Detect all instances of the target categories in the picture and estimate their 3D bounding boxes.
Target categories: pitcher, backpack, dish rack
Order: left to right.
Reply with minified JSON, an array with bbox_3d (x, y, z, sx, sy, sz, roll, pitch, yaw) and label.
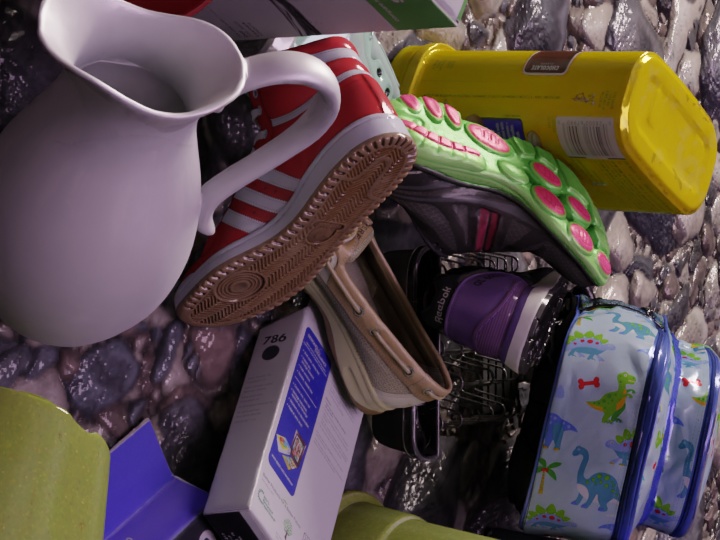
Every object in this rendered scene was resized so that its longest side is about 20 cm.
[{"bbox_3d":[-0.114,-0.049,1.004,0.171,0.200,0.121,7,47,-23],"label":"pitcher"},{"bbox_3d":[0.078,0.052,1.398,0.200,0.054,0.154,-6,99,-52],"label":"dish rack"},{"bbox_3d":[0.192,0.117,1.406,0.200,0.147,0.183,-29,130,-78],"label":"backpack"}]

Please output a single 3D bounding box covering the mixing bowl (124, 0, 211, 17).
[{"bbox_3d":[-0.157,-0.230,1.016,0.200,0.108,0.201,-8,100,-53],"label":"mixing bowl"}]

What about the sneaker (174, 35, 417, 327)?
[{"bbox_3d":[-0.055,-0.058,1.163,0.071,0.200,0.113,14,43,-47],"label":"sneaker"}]

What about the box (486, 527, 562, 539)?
[{"bbox_3d":[0.223,0.287,1.492,0.197,0.200,0.124,24,76,-51],"label":"box"}]

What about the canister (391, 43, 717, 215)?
[{"bbox_3d":[0.134,-0.099,1.335,0.149,0.200,0.087,39,64,-47],"label":"canister"}]

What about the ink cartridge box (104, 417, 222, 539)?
[{"bbox_3d":[-0.147,0.224,1.133,0.198,0.043,0.200,-42,124,-42],"label":"ink cartridge box"}]

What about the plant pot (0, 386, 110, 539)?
[{"bbox_3d":[-0.208,0.164,0.954,0.200,0.200,0.190,45,46,-45],"label":"plant pot"}]

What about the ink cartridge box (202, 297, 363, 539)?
[{"bbox_3d":[-0.043,0.110,1.232,0.100,0.039,0.200,60,33,-36],"label":"ink cartridge box"}]

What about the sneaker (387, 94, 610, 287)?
[{"bbox_3d":[0.082,-0.045,1.257,0.200,0.084,0.077,30,40,-15],"label":"sneaker"}]

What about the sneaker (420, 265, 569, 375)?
[{"bbox_3d":[0.092,0.021,1.313,0.200,0.087,0.076,6,103,-80],"label":"sneaker"}]

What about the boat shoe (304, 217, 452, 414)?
[{"bbox_3d":[-0.001,0.002,1.241,0.073,0.063,0.201,-48,122,-58],"label":"boat shoe"}]

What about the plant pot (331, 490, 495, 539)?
[{"bbox_3d":[0.073,0.252,1.261,0.200,0.190,0.200,2,87,-64],"label":"plant pot"}]

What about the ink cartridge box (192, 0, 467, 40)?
[{"bbox_3d":[-0.017,-0.221,1.128,0.084,0.200,0.146,40,62,-43],"label":"ink cartridge box"}]

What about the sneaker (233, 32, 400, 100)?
[{"bbox_3d":[-0.005,-0.174,1.246,0.118,0.074,0.201,45,69,-37],"label":"sneaker"}]
